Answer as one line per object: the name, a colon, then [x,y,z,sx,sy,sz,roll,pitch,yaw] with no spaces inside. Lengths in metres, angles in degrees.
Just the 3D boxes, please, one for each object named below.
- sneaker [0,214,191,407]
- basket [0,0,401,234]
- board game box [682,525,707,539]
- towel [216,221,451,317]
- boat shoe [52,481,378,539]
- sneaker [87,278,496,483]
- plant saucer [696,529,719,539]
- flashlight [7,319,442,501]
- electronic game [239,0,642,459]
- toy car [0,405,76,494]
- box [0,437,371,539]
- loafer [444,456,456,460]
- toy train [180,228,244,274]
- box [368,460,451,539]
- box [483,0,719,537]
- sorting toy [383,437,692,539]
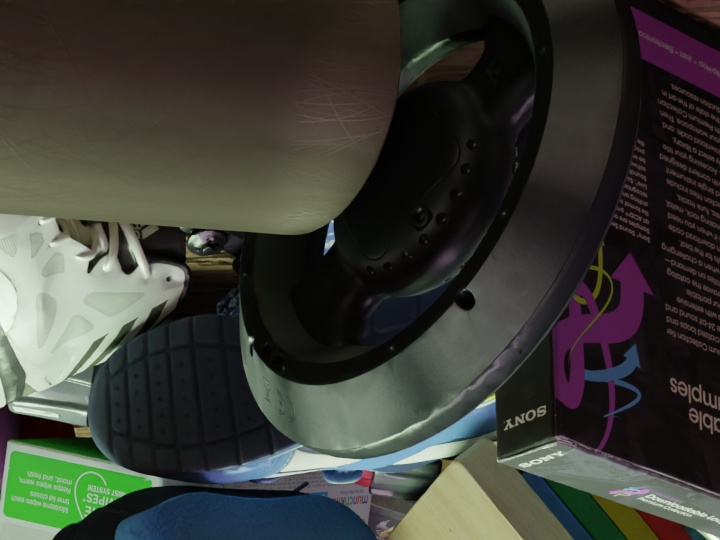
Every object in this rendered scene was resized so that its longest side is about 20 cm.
sneaker: [-0.134,-0.025,1.086,0.115,0.076,0.201,-22,145,-16]
basket: [-0.097,-0.079,0.874,0.200,0.136,0.180,8,-165,-33]
board game box: [0.226,0.120,1.171,0.199,0.136,0.028,5,-162,22]
towel: [0.037,-0.010,1.082,0.144,0.024,0.200,8,153,-22]
boat shoe: [-0.058,0.125,1.144,0.069,0.084,0.200,-5,158,32]
sneaker: [-0.018,0.058,1.112,0.199,0.074,0.082,-7,158,11]
plant saucer: [0.175,0.075,1.068,0.200,0.200,0.050,13,125,-26]
flashlight: [-0.059,0.059,1.185,0.199,0.068,0.068,8,-169,-2]
electronic game: [0.024,-0.028,0.912,0.042,0.200,0.200,28,142,-32]
toy car: [-0.214,0.106,1.252,0.150,0.175,0.200,-45,142,6]
box: [-0.087,0.173,1.258,0.096,0.177,0.200,9,-177,29]
loafer: [-0.034,0.061,1.243,0.199,0.063,0.072,-2,154,1]
toy train: [0.000,0.000,1.159,0.046,0.034,0.200,-33,140,30]
box: [0.021,0.152,1.446,0.200,0.048,0.158,20,146,-37]
box: [0.106,-0.008,0.955,0.143,0.200,0.036,22,146,-38]
sorting toy: [0.108,0.166,1.153,0.070,0.200,0.199,-37,172,-21]
